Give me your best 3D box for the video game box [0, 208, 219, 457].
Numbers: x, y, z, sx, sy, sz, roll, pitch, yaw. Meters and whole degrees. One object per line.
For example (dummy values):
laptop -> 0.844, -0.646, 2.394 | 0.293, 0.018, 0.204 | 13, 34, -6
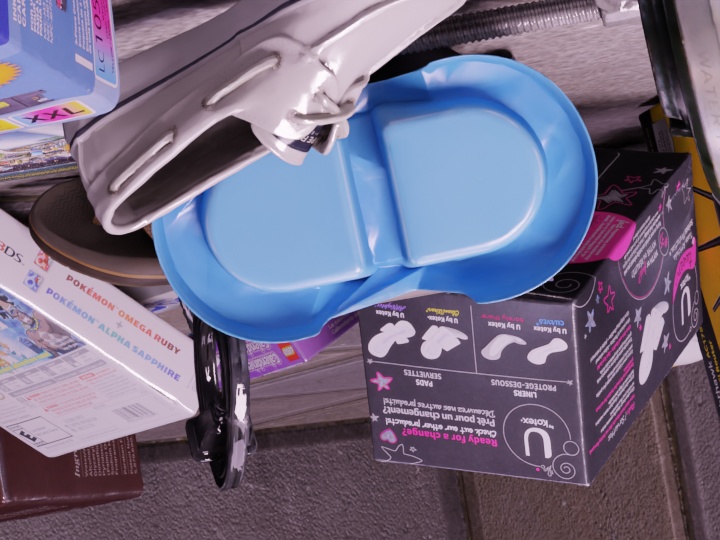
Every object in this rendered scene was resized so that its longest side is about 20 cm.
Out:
video game box -> -0.206, 0.036, 1.650 | 0.182, 0.047, 0.200 | 34, 154, -22

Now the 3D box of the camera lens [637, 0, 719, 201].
camera lens -> 0.190, -0.107, 0.890 | 0.200, 0.160, 0.160 | -11, 173, 12

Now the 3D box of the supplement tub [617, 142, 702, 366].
supplement tub -> 0.169, -0.003, 1.818 | 0.145, 0.146, 0.200 | -5, 173, -32

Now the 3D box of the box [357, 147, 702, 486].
box -> 0.096, 0.020, 1.542 | 0.132, 0.115, 0.200 | 5, -154, 24

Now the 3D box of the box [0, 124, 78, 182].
box -> -0.219, -0.061, 1.244 | 0.200, 0.038, 0.137 | -9, 173, -5

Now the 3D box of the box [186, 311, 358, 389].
box -> -0.003, -0.003, 1.671 | 0.200, 0.039, 0.137 | -37, -172, -29

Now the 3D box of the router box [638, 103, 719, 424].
router box -> 0.226, -0.011, 1.579 | 0.051, 0.200, 0.149 | -13, 174, -15

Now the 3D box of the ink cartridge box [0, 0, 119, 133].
ink cartridge box -> -0.170, -0.090, 0.914 | 0.136, 0.077, 0.200 | -10, 172, 8

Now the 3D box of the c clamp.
c clamp -> 0.056, -0.112, 1.233 | 0.200, 0.027, 0.171 | -9, 173, 1

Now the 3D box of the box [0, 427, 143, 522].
box -> -0.271, 0.089, 1.901 | 0.166, 0.165, 0.200 | -11, 173, 21

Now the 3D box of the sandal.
sandal -> -0.089, -0.024, 1.519 | 0.200, 0.055, 0.082 | 17, -141, 28

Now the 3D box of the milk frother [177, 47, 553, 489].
milk frother -> 0.000, 0.000, 1.381 | 0.188, 0.200, 0.181 | -10, 170, 6

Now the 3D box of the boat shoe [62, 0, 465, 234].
boat shoe -> -0.033, -0.075, 1.135 | 0.200, 0.066, 0.072 | -24, 160, 18

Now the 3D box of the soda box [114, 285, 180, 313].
soda box -> -0.114, -0.015, 1.651 | 0.063, 0.068, 0.200 | -5, 172, -44

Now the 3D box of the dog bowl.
dog bowl -> 0.006, -0.035, 1.261 | 0.200, 0.112, 0.050 | -11, -171, 2
